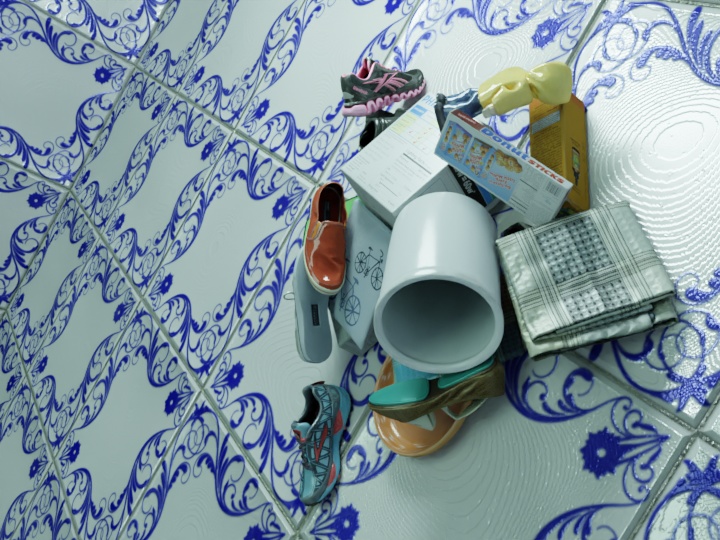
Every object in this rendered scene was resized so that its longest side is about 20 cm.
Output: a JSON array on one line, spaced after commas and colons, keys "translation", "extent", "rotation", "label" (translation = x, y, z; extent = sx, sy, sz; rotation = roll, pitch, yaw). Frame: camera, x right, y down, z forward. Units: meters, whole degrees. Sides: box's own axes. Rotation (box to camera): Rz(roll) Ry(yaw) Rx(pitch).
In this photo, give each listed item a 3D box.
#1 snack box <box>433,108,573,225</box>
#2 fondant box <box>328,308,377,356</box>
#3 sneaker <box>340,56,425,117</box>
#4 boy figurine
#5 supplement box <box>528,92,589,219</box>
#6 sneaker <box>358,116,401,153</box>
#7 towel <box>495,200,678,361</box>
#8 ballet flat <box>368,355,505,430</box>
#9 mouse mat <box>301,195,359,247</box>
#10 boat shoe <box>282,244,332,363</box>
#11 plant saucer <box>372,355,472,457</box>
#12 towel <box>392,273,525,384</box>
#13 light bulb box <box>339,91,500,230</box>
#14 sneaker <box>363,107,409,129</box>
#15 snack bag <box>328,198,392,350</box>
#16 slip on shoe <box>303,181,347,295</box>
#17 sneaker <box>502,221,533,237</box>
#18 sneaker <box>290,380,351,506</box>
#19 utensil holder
[{"translation": [0.194, -0.142, 1.145], "extent": [0.199, 0.024, 0.072], "rotation": [38, 133, 19], "label": "snack box"}, {"translation": [0.030, 0.027, 1.405], "extent": [0.200, 0.058, 0.145], "rotation": [-44, 40, 24], "label": "fondant box"}, {"translation": [0.040, -0.352, 1.524], "extent": [0.199, 0.096, 0.079], "rotation": [-29, 21, -34], "label": "sneaker"}, {"translation": [0.207, -0.253, 1.195], "extent": [0.198, 0.065, 0.125], "rotation": [-13, 27, 16], "label": "boy figurine"}, {"translation": [0.287, -0.166, 1.198], "extent": [0.068, 0.066, 0.202], "rotation": [-24, 51, 41], "label": "supplement box"}, {"translation": [0.034, -0.188, 1.450], "extent": [0.071, 0.098, 0.201], "rotation": [-106, 26, -48], "label": "sneaker"}, {"translation": [0.283, 0.007, 1.052], "extent": [0.190, 0.035, 0.201], "rotation": [-16, 52, 6], "label": "towel"}, {"translation": [0.110, 0.178, 1.140], "extent": [0.198, 0.073, 0.068], "rotation": [-22, 18, 15], "label": "ballet flat"}, {"translation": [-0.052, -0.059, 1.603], "extent": [0.199, 0.007, 0.163], "rotation": [-20, 54, 45], "label": "mouse mat"}, {"translation": [-0.089, 0.057, 1.411], "extent": [0.086, 0.074, 0.204], "rotation": [-17, 77, 62], "label": "boat shoe"}, {"translation": [0.099, 0.183, 1.243], "extent": [0.199, 0.037, 0.202], "rotation": [-29, 48, 37], "label": "plant saucer"}, {"translation": [0.135, 0.097, 1.204], "extent": [0.198, 0.022, 0.148], "rotation": [-23, 46, 20], "label": "towel"}, {"translation": [0.107, -0.151, 1.316], "extent": [0.200, 0.125, 0.198], "rotation": [-40, 38, -3], "label": "light bulb box"}, {"translation": [0.069, -0.250, 1.528], "extent": [0.199, 0.075, 0.092], "rotation": [16, 91, 60], "label": "sneaker"}, {"translation": [0.000, 0.000, 1.356], "extent": [0.189, 0.021, 0.202], "rotation": [46, 122, 55], "label": "snack bag"}, {"translation": [-0.054, -0.057, 1.369], "extent": [0.061, 0.073, 0.202], "rotation": [128, 147, -63], "label": "slip on shoe"}, {"translation": [0.239, 0.019, 1.135], "extent": [0.073, 0.080, 0.202], "rotation": [-36, 46, 30], "label": "sneaker"}, {"translation": [-0.083, 0.281, 1.358], "extent": [0.079, 0.095, 0.202], "rotation": [-15, 58, 46], "label": "sneaker"}, {"translation": [0.112, 0.012, 1.137], "extent": [0.170, 0.170, 0.201], "rotation": [-37, 23, 31], "label": "utensil holder"}]
